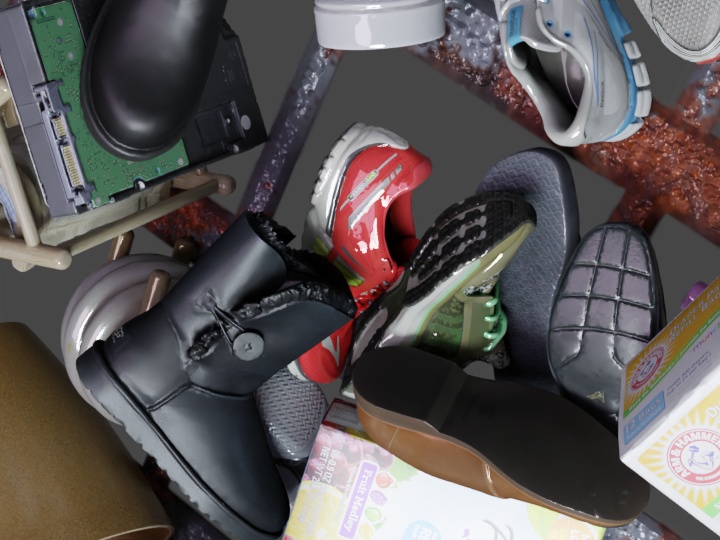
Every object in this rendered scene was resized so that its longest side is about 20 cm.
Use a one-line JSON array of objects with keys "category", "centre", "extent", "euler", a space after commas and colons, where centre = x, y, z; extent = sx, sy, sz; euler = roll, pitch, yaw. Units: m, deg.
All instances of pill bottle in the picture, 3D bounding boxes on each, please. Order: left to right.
[{"category": "pill bottle", "centre": [0.005, -0.243, 1.124], "extent": [0.112, 0.112, 0.200], "euler": [6, 111, 32]}]

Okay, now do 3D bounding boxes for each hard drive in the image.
[{"category": "hard drive", "centre": [-0.150, -0.126, 1.213], "extent": [0.038, 0.200, 0.140], "euler": [-10, 102, 36]}]

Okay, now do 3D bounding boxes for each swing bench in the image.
[{"category": "swing bench", "centre": [-0.235, -0.075, 1.288], "extent": [0.200, 0.199, 0.130], "euler": [-10, 101, 36]}]

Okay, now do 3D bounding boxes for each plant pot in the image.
[{"category": "plant pot", "centre": [-0.268, 0.148, 1.418], "extent": [0.186, 0.186, 0.200], "euler": [-35, 73, 37]}]

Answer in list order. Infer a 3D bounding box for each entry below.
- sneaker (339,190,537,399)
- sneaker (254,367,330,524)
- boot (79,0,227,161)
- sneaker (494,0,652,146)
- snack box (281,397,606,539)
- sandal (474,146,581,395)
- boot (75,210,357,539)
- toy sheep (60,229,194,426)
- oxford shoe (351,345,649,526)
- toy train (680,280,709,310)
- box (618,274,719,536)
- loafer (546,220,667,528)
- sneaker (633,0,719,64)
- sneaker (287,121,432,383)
[{"category": "sneaker", "centre": [0.068, 0.026, 1.180], "extent": [0.089, 0.077, 0.200], "euler": [26, 132, -17]}, {"category": "sneaker", "centre": [-0.040, 0.165, 1.326], "extent": [0.115, 0.075, 0.200], "euler": [-30, 98, 48]}, {"category": "boot", "centre": [-0.106, -0.176, 1.095], "extent": [0.158, 0.079, 0.211], "euler": [166, 119, -73]}, {"category": "sneaker", "centre": [0.110, -0.166, 1.098], "extent": [0.075, 0.087, 0.200], "euler": [-23, 92, 38]}, {"category": "snack box", "centre": [0.046, 0.200, 1.223], "extent": [0.200, 0.068, 0.169], "euler": [18, 106, 2]}, {"category": "sandal", "centre": [0.114, 0.007, 1.190], "extent": [0.076, 0.043, 0.200], "euler": [20, 126, 35]}, {"category": "boot", "centre": [-0.065, 0.074, 1.204], "extent": [0.168, 0.076, 0.200], "euler": [-37, 113, 9]}, {"category": "toy sheep", "centre": [-0.155, 0.047, 1.325], "extent": [0.200, 0.138, 0.138], "euler": [-133, 42, -62]}, {"category": "oxford shoe", "centre": [0.088, 0.113, 1.139], "extent": [0.200, 0.071, 0.071], "euler": [24, 142, 22]}, {"category": "toy train", "centre": [0.257, 0.078, 1.104], "extent": [0.150, 0.056, 0.200], "euler": [13, 113, 30]}, {"category": "box", "centre": [0.256, 0.103, 1.034], "extent": [0.200, 0.101, 0.112], "euler": [38, 117, -11]}, {"category": "loafer", "centre": [0.161, 0.059, 1.150], "extent": [0.073, 0.072, 0.200], "euler": [12, 113, 24]}, {"category": "sneaker", "centre": [0.159, -0.210, 1.051], "extent": [0.078, 0.082, 0.200], "euler": [-25, 92, 37]}, {"category": "sneaker", "centre": [0.000, 0.000, 1.239], "extent": [0.085, 0.077, 0.200], "euler": [23, 120, 16]}]
